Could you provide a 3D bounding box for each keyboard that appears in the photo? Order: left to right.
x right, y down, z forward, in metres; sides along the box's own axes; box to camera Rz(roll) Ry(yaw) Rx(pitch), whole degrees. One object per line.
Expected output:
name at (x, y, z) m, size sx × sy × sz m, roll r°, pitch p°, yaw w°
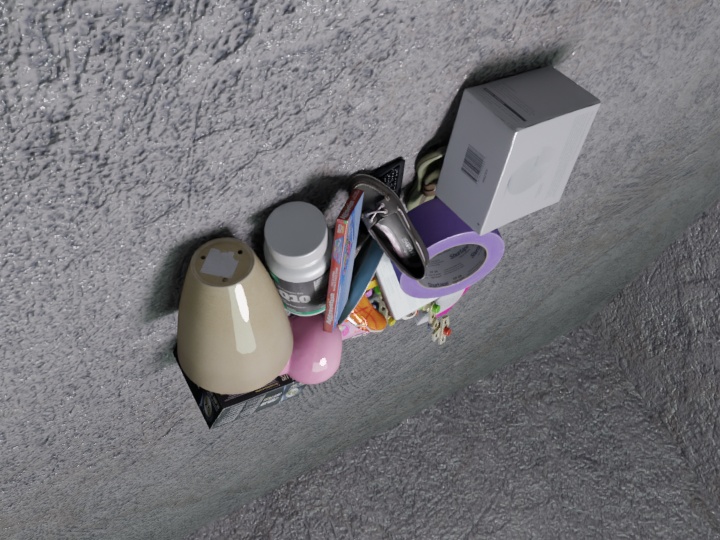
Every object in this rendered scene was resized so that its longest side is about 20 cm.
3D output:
keyboard at (0.033, -0.106, 1.338) m, size 0.103 × 0.040 × 0.201 m, roll -29°, pitch 159°, yaw -13°

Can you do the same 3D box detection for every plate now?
plate at (0.000, 0.000, 1.380) m, size 0.202 × 0.025 × 0.200 m, roll -61°, pitch -174°, yaw 11°

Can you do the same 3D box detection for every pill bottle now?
pill bottle at (-0.092, -0.017, 1.242) m, size 0.112 × 0.114 × 0.201 m, roll -28°, pitch 156°, yaw -11°

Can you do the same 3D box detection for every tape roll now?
tape roll at (0.149, -0.040, 1.408) m, size 0.197 × 0.086 × 0.201 m, roll -16°, pitch 150°, yaw -10°

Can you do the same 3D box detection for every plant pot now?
plant pot at (-0.198, 0.053, 1.195) m, size 0.186 × 0.188 × 0.201 m, roll -24°, pitch 145°, yaw -20°

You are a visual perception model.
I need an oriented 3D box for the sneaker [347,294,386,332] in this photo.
sneaker at (-0.008, 0.059, 1.517) m, size 0.077 × 0.073 × 0.199 m, roll -50°, pitch 131°, yaw 6°

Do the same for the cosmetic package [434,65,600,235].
cosmetic package at (0.245, -0.193, 1.259) m, size 0.198 × 0.123 × 0.201 m, roll -21°, pitch 142°, yaw -32°

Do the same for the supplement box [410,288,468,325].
supplement box at (0.178, 0.020, 1.764) m, size 0.100 × 0.104 × 0.201 m, roll -18°, pitch 155°, yaw -36°

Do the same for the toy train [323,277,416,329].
toy train at (0.023, 0.045, 1.600) m, size 0.197 × 0.056 × 0.152 m, roll -2°, pitch 126°, yaw -21°

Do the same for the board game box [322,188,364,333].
board game box at (-0.027, -0.014, 1.223) m, size 0.103 × 0.019 × 0.202 m, roll -67°, pitch 168°, yaw -57°

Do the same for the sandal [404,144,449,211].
sandal at (0.131, -0.150, 1.352) m, size 0.079 × 0.058 × 0.202 m, roll -25°, pitch 159°, yaw -20°

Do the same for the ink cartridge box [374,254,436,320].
ink cartridge box at (0.122, -0.017, 1.538) m, size 0.198 × 0.047 × 0.161 m, roll -28°, pitch 124°, yaw -9°

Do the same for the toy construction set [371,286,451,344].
toy construction set at (0.105, 0.083, 1.710) m, size 0.092 × 0.198 × 0.133 m, roll -10°, pitch 117°, yaw -70°

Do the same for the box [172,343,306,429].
box at (-0.210, 0.168, 1.432) m, size 0.198 × 0.165 × 0.086 m, roll -17°, pitch 155°, yaw -39°

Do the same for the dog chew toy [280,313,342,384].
dog chew toy at (-0.134, 0.129, 1.370) m, size 0.197 × 0.126 × 0.125 m, roll 6°, pitch 151°, yaw -8°

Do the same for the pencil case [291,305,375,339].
pencil case at (-0.060, 0.115, 1.657) m, size 0.198 × 0.088 × 0.088 m, roll -14°, pitch 154°, yaw -40°

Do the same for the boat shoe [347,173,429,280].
boat shoe at (0.050, -0.067, 1.256) m, size 0.066 × 0.057 × 0.201 m, roll -32°, pitch 117°, yaw 14°
